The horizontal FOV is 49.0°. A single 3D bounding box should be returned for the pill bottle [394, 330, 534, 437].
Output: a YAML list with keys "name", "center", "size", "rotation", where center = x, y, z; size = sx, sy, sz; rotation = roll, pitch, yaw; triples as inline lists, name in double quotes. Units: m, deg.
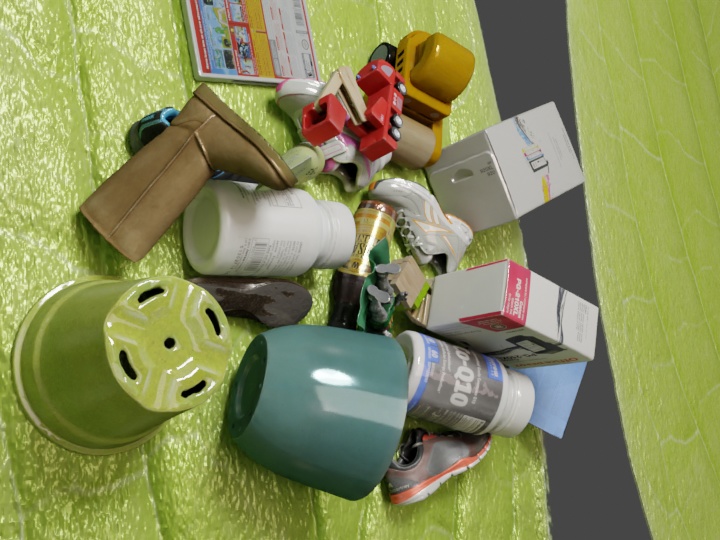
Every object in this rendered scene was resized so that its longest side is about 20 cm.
- name: "pill bottle"
  center: [0.136, 0.165, 1.110]
  size: [0.199, 0.114, 0.114]
  rotation: [19, 67, -20]

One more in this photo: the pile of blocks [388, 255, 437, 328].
- name: "pile of blocks"
  center: [0.090, 0.052, 1.153]
  size: [0.200, 0.062, 0.082]
  rotation: [33, 59, -40]

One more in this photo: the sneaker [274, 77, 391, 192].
- name: "sneaker"
  center: [-0.043, -0.186, 1.105]
  size: [0.200, 0.081, 0.089]
  rotation: [38, 56, -24]

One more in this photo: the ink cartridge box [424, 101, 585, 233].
- name: "ink cartridge box"
  center: [0.229, -0.160, 1.272]
  size: [0.200, 0.147, 0.145]
  rotation: [-26, 95, -39]

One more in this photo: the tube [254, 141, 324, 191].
- name: "tube"
  center: [-0.081, -0.128, 0.987]
  size: [0.052, 0.200, 0.058]
  rotation: [18, 102, 0]

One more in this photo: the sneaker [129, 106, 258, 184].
- name: "sneaker"
  center: [-0.181, -0.144, 0.983]
  size: [0.199, 0.082, 0.074]
  rotation: [14, 69, -37]

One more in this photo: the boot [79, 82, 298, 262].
- name: "boot"
  center: [-0.189, -0.086, 0.878]
  size: [0.200, 0.066, 0.175]
  rotation: [-47, 67, -1]

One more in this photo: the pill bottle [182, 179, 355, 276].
- name: "pill bottle"
  center: [-0.110, -0.049, 0.993]
  size: [0.199, 0.114, 0.115]
  rotation: [2, 77, -38]

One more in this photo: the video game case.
- name: "video game case"
  center: [-0.150, -0.328, 1.098]
  size: [0.199, 0.017, 0.144]
  rotation: [-6, 82, -40]

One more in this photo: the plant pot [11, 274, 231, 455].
- name: "plant pot"
  center: [-0.232, 0.086, 0.816]
  size: [0.200, 0.184, 0.202]
  rotation: [10, 72, -36]

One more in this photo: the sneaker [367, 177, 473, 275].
- name: "sneaker"
  center: [0.087, -0.061, 1.183]
  size: [0.200, 0.076, 0.092]
  rotation: [32, 65, -27]

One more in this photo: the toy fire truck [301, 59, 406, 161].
- name: "toy fire truck"
  center: [-0.004, -0.224, 1.059]
  size: [0.141, 0.049, 0.201]
  rotation: [38, 46, -36]

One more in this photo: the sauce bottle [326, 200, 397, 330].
- name: "sauce bottle"
  center: [0.000, 0.000, 1.100]
  size: [0.066, 0.066, 0.201]
  rotation: [29, 63, -29]

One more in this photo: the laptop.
- name: "laptop"
  center: [0.270, 0.123, 1.244]
  size: [0.188, 0.115, 0.200]
  rotation: [-60, 140, -32]

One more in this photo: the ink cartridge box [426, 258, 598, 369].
- name: "ink cartridge box"
  center: [0.216, 0.068, 1.114]
  size: [0.199, 0.144, 0.085]
  rotation: [25, 65, -33]

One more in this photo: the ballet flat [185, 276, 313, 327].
- name: "ballet flat"
  center: [-0.147, 0.035, 0.989]
  size: [0.199, 0.046, 0.068]
  rotation: [3, 109, -40]

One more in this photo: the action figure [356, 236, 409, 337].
- name: "action figure"
  center: [0.028, 0.055, 1.047]
  size: [0.054, 0.200, 0.119]
  rotation: [19, 67, 11]

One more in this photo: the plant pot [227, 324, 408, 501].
- name: "plant pot"
  center: [-0.061, 0.154, 0.935]
  size: [0.160, 0.200, 0.202]
  rotation: [19, 67, -21]

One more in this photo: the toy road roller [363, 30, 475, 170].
- name: "toy road roller"
  center: [0.092, -0.267, 1.191]
  size: [0.122, 0.146, 0.201]
  rotation: [19, 67, -33]

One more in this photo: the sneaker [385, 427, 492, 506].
- name: "sneaker"
  center: [0.110, 0.252, 1.118]
  size: [0.200, 0.077, 0.082]
  rotation: [-25, 88, -40]
